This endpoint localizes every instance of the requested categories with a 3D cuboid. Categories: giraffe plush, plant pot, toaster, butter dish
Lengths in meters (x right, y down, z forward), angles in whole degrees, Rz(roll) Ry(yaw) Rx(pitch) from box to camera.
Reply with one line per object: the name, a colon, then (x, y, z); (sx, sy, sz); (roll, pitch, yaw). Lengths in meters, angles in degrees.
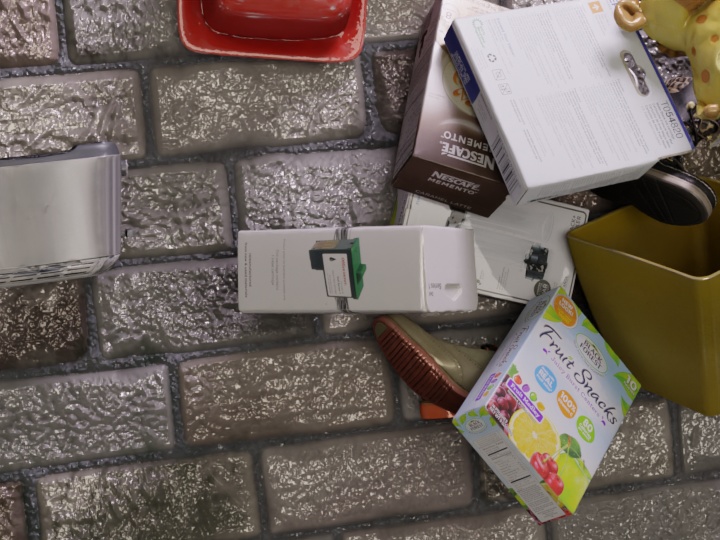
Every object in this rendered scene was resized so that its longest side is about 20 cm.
giraffe plush: (0.351, -0.250, 1.501); (0.162, 0.172, 0.200); (46, 114, 19)
plant pot: (0.358, 0.032, 1.575); (0.199, 0.200, 0.178); (-23, 115, -28)
toaster: (-0.321, -0.054, 1.480); (0.198, 0.114, 0.130); (-7, 95, -13)
butter dish: (-0.077, -0.317, 1.507); (0.198, 0.148, 0.202); (2, 91, -13)

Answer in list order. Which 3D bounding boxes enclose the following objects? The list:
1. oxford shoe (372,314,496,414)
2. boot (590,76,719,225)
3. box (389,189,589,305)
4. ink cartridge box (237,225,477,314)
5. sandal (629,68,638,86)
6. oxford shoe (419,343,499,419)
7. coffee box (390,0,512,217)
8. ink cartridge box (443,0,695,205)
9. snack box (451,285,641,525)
oxford shoe: (0.100, 0.103, 1.553); (0.200, 0.071, 0.074); (42, 65, -2)
boot: (0.329, -0.128, 1.582); (0.150, 0.200, 0.073); (-42, 117, -14)
box: (0.130, -0.031, 1.602); (0.199, 0.060, 0.118); (12, 89, -12)
ink cartridge box: (0.000, 0.000, 1.487); (0.199, 0.146, 0.085); (-1, 90, 24)
sandal: (0.216, -0.161, 1.601); (0.082, 0.050, 0.203); (36, 66, 20)
oxford shoe: (0.159, 0.112, 1.609); (0.198, 0.071, 0.073); (-6, 88, -11)
coffee box: (0.109, -0.171, 1.551); (0.114, 0.080, 0.201); (16, 66, -11)
ink cartridge box: (0.206, -0.174, 1.509); (0.199, 0.041, 0.201); (-13, 69, -21)
snack box: (0.189, 0.131, 1.513); (0.142, 0.053, 0.200); (51, 45, -12)
